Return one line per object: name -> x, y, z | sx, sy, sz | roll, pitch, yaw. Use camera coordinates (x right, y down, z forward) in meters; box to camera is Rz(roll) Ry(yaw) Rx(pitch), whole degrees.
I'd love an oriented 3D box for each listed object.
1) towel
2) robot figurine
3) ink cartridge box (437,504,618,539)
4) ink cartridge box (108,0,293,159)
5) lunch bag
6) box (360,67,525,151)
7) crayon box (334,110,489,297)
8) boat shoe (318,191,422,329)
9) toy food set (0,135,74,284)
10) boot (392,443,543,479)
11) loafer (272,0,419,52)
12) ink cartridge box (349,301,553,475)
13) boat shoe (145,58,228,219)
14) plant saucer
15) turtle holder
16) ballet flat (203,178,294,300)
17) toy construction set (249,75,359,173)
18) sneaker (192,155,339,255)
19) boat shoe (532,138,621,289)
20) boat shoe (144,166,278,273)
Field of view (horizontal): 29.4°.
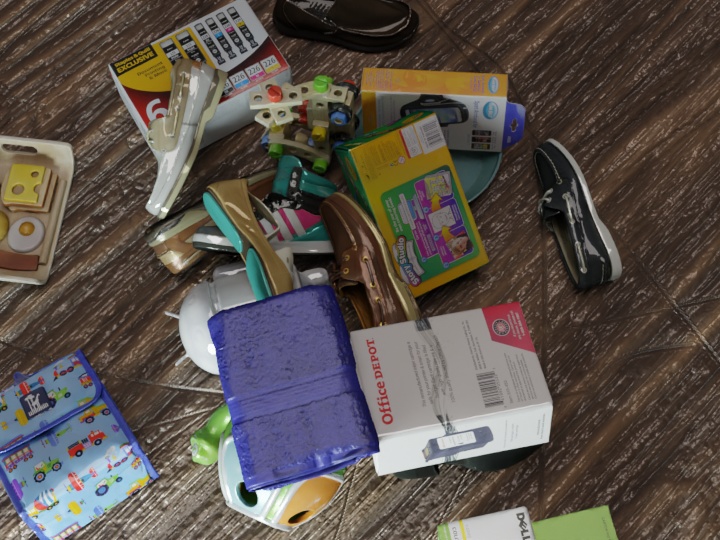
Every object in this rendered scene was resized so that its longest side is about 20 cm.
towel -> -0.073, 0.124, 1.461 | 0.147, 0.050, 0.201 | -15, 72, -3
robot figurine -> -0.127, 0.057, 1.618 | 0.199, 0.113, 0.170 | -13, 51, -4
ink cartridge box -> 0.196, 0.333, 1.495 | 0.199, 0.076, 0.148 | -12, 65, -2
ink cartridge box -> -0.215, -0.261, 1.789 | 0.200, 0.084, 0.176 | -29, 67, -10
lunch bag -> -0.352, 0.191, 1.592 | 0.150, 0.094, 0.200 | -32, 55, -11
box -> 0.102, -0.196, 1.687 | 0.199, 0.119, 0.042 | 2, 62, 3
crayon box -> 0.062, -0.077, 1.642 | 0.119, 0.058, 0.200 | -25, 104, -15
boat shoe -> 0.000, 0.001, 1.606 | 0.067, 0.072, 0.200 | -23, 78, -23
toy food set -> -0.451, -0.078, 1.725 | 0.143, 0.060, 0.201 | 6, 66, 5
boot -> 0.104, 0.146, 1.597 | 0.199, 0.069, 0.174 | -5, 56, -8
loafer -> -0.022, -0.342, 1.826 | 0.199, 0.071, 0.073 | 4, 65, 5
ink cartridge box -> 0.097, 0.130, 1.523 | 0.199, 0.084, 0.145 | -10, 52, -5
boat shoe -> -0.228, -0.162, 1.677 | 0.068, 0.075, 0.200 | 22, 77, -12
plant saucer -> 0.081, -0.152, 1.752 | 0.199, 0.036, 0.201 | -1, 64, 2
turtle holder -> -0.107, 0.208, 1.535 | 0.185, 0.141, 0.132 | 22, 83, 5
ballet flat -> -0.111, -0.027, 1.560 | 0.063, 0.069, 0.200 | -22, 67, -21
toy construction set -> -0.071, -0.187, 1.685 | 0.131, 0.200, 0.092 | 10, 76, 7
sneaker -> -0.105, -0.079, 1.657 | 0.199, 0.084, 0.121 | 0, 90, -25
boat shoe -> 0.252, -0.071, 1.686 | 0.060, 0.076, 0.200 | -19, 65, -13
boat shoe -> -0.171, -0.063, 1.708 | 0.200, 0.076, 0.074 | -30, 100, -19
